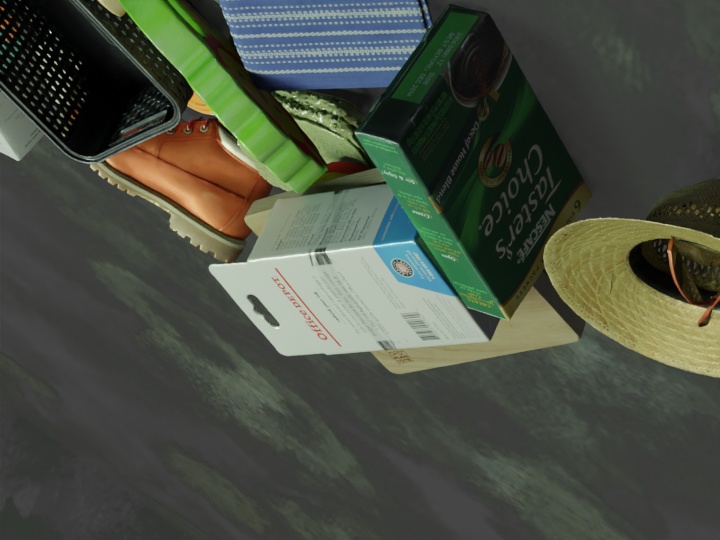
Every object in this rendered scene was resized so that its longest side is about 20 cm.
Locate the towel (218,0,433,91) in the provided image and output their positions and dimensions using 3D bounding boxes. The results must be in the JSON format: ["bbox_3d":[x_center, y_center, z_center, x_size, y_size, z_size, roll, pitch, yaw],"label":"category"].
[{"bbox_3d":[-0.024,-0.185,1.593,0.144,0.024,0.200,-2,149,11],"label":"towel"}]

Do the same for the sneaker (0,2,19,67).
[{"bbox_3d":[-0.315,-0.234,2.034,0.072,0.080,0.200,62,147,28],"label":"sneaker"}]

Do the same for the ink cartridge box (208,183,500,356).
[{"bbox_3d":[0.000,0.000,1.753,0.200,0.068,0.116,-6,136,38],"label":"ink cartridge box"}]

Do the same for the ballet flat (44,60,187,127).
[{"bbox_3d":[-0.231,-0.155,2.091,0.200,0.072,0.072,40,162,-5],"label":"ballet flat"}]

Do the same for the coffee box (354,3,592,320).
[{"bbox_3d":[0.082,-0.072,1.619,0.044,0.123,0.200,17,152,40],"label":"coffee box"}]

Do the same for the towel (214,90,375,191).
[{"bbox_3d":[-0.035,-0.100,1.903,0.200,0.037,0.148,18,155,42],"label":"towel"}]

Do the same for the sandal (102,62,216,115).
[{"bbox_3d":[-0.209,-0.178,1.999,0.206,0.059,0.079,34,162,11],"label":"sandal"}]

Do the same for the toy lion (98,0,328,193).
[{"bbox_3d":[-0.105,-0.146,1.732,0.200,0.069,0.192,43,-171,-34],"label":"toy lion"}]

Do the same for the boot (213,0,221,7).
[{"bbox_3d":[-0.101,-0.233,1.654,0.130,0.068,0.200,25,161,40],"label":"boot"}]

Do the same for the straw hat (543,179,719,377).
[{"bbox_3d":[0.228,-0.012,1.549,0.200,0.085,0.201,21,156,10],"label":"straw hat"}]

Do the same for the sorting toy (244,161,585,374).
[{"bbox_3d":[0.049,-0.019,1.820,0.200,0.070,0.199,-12,132,44],"label":"sorting toy"}]

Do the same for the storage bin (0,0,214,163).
[{"bbox_3d":[-0.227,-0.196,1.861,0.135,0.094,0.200,-21,124,39],"label":"storage bin"}]

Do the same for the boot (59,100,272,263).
[{"bbox_3d":[-0.164,-0.105,2.037,0.200,0.107,0.075,33,-167,0],"label":"boot"}]

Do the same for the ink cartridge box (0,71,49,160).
[{"bbox_3d":[-0.380,-0.212,2.199,0.146,0.086,0.200,25,160,33],"label":"ink cartridge box"}]
